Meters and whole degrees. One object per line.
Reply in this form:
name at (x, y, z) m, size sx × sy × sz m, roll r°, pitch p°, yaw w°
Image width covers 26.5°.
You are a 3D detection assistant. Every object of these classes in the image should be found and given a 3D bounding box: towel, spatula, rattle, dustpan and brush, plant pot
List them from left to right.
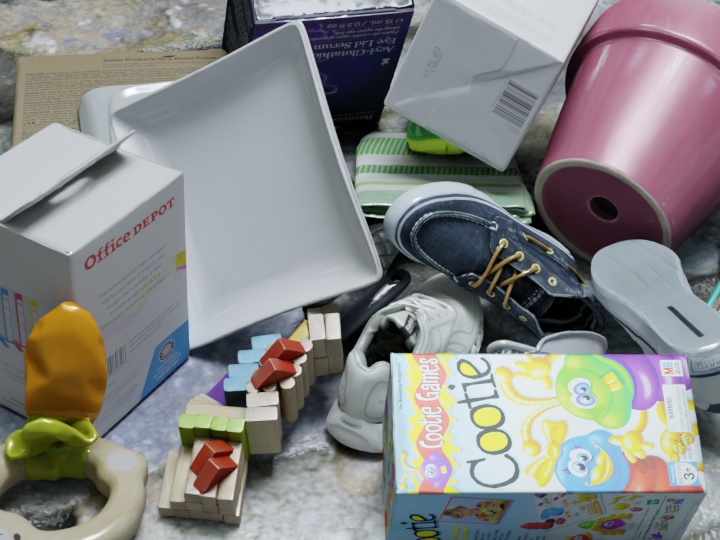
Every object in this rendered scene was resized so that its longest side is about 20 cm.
rattle at (-0.213, 0.141, 0.983) m, size 0.130 × 0.143 × 0.200 m, roll 31°, pitch 36°, yaw 8°
spatula at (-0.036, 0.059, 1.153) m, size 0.200 × 0.021 × 0.056 m, roll -37°, pitch 57°, yaw -24°
towel at (0.070, -0.084, 1.357) m, size 0.151 × 0.024 × 0.200 m, roll 2°, pitch 23°, yaw -1°
dustpan and brush at (0.149, 0.077, 1.130) m, size 0.199 × 0.139 × 0.058 m, roll 15°, pitch 57°, yaw -35°
plant pot at (0.244, -0.105, 1.307) m, size 0.199 × 0.201 × 0.179 m, roll 22°, pitch 57°, yaw 24°

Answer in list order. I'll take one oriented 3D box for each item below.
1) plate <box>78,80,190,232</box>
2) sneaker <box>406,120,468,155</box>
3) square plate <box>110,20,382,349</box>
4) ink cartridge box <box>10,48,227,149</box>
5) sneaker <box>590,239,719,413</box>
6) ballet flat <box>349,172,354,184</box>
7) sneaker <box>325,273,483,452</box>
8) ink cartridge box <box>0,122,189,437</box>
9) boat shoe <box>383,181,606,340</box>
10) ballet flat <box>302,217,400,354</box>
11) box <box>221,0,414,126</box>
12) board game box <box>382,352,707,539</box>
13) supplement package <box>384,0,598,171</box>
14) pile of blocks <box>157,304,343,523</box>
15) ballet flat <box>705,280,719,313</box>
plate at (-0.135, -0.104, 1.279) m, size 0.199 × 0.032 × 0.200 m, roll -6°, pitch 45°, yaw -7°
sneaker at (0.075, -0.159, 1.395) m, size 0.074 × 0.084 × 0.200 m, roll -1°, pitch 24°, yaw -7°
square plate at (-0.086, -0.060, 1.158) m, size 0.199 × 0.199 × 0.028 m, roll -20°, pitch -3°, yaw 33°
ink cartridge box at (-0.214, -0.130, 1.393) m, size 0.199 × 0.075 × 0.165 m, roll -3°, pitch 36°, yaw -7°
sneaker at (0.228, 0.043, 1.168) m, size 0.073 × 0.071 × 0.200 m, roll -17°, pitch 28°, yaw -3°
ballet flat at (-0.072, -0.043, 1.299) m, size 0.070 × 0.071 × 0.200 m, roll 23°, pitch 41°, yaw 25°
sneaker at (0.042, 0.052, 1.162) m, size 0.075 × 0.081 × 0.200 m, roll 16°, pitch 37°, yaw 20°
ink cartridge box at (-0.212, -0.003, 1.116) m, size 0.125 × 0.201 × 0.129 m, roll 21°, pitch 39°, yaw 24°
boat shoe at (0.112, -0.003, 1.189) m, size 0.199 × 0.071 × 0.091 m, roll 19°, pitch 26°, yaw -38°
ballet flat at (0.000, 0.000, 1.267) m, size 0.066 × 0.057 × 0.200 m, roll -12°, pitch 24°, yaw 27°
box at (-0.044, -0.222, 1.408) m, size 0.147 × 0.200 × 0.105 m, roll -7°, pitch 66°, yaw -11°
board game box at (0.117, 0.123, 1.027) m, size 0.198 × 0.105 × 0.104 m, roll 0°, pitch 58°, yaw -3°
supplement package at (0.122, -0.202, 1.311) m, size 0.119 × 0.122 × 0.200 m, roll 29°, pitch 38°, yaw 3°
pile of blocks at (-0.079, 0.086, 1.081) m, size 0.082 × 0.062 × 0.200 m, roll 24°, pitch 57°, yaw 18°
ballet flat at (0.322, 0.009, 1.251) m, size 0.068 × 0.068 × 0.200 m, roll 24°, pitch 40°, yaw 8°
